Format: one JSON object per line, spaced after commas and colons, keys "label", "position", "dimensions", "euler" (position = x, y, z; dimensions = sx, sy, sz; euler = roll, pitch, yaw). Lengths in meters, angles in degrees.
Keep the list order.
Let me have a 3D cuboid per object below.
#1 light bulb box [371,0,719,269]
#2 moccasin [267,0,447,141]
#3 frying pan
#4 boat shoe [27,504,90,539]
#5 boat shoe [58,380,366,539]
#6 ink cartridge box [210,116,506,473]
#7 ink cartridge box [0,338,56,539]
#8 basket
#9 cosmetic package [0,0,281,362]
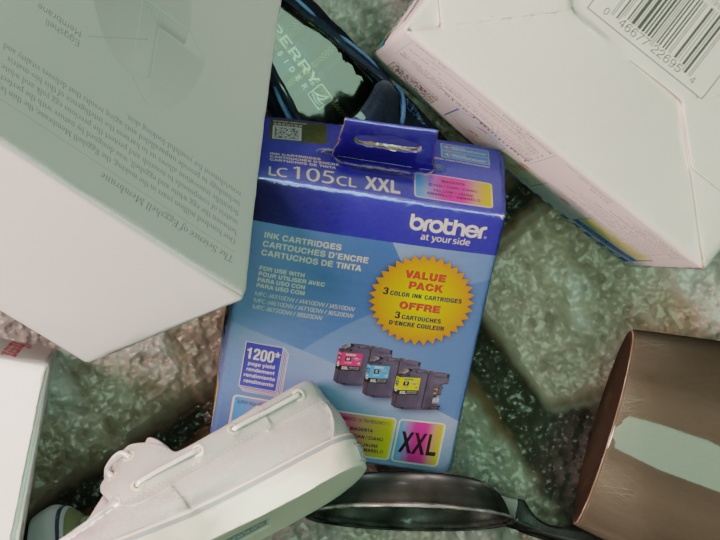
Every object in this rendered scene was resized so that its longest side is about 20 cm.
{"label": "light bulb box", "position": [0.123, -0.106, 1.550], "dimensions": [0.198, 0.200, 0.125], "euler": [39, 88, -4]}
{"label": "moccasin", "position": [-0.010, -0.078, 1.607], "dimensions": [0.200, 0.068, 0.080], "euler": [44, 89, -4]}
{"label": "frying pan", "position": [0.064, 0.130, 1.599], "dimensions": [0.190, 0.115, 0.031], "euler": [2, 79, -5]}
{"label": "boat shoe", "position": [-0.120, 0.208, 1.578], "dimensions": [0.062, 0.072, 0.200], "euler": [-31, 63, 11]}
{"label": "boat shoe", "position": [-0.097, 0.118, 1.523], "dimensions": [0.200, 0.072, 0.069], "euler": [-27, 72, -8]}
{"label": "ink cartridge box", "position": [0.000, 0.000, 1.566], "dimensions": [0.136, 0.076, 0.200], "euler": [8, 119, -4]}
{"label": "ink cartridge box", "position": [-0.272, 0.097, 1.557], "dimensions": [0.200, 0.147, 0.146], "euler": [11, 91, -5]}
{"label": "basket", "position": [0.226, 0.115, 1.600], "dimensions": [0.200, 0.136, 0.180], "euler": [16, 73, 0]}
{"label": "cosmetic package", "position": [-0.156, -0.093, 1.480], "dimensions": [0.199, 0.123, 0.200], "euler": [34, 47, -36]}
